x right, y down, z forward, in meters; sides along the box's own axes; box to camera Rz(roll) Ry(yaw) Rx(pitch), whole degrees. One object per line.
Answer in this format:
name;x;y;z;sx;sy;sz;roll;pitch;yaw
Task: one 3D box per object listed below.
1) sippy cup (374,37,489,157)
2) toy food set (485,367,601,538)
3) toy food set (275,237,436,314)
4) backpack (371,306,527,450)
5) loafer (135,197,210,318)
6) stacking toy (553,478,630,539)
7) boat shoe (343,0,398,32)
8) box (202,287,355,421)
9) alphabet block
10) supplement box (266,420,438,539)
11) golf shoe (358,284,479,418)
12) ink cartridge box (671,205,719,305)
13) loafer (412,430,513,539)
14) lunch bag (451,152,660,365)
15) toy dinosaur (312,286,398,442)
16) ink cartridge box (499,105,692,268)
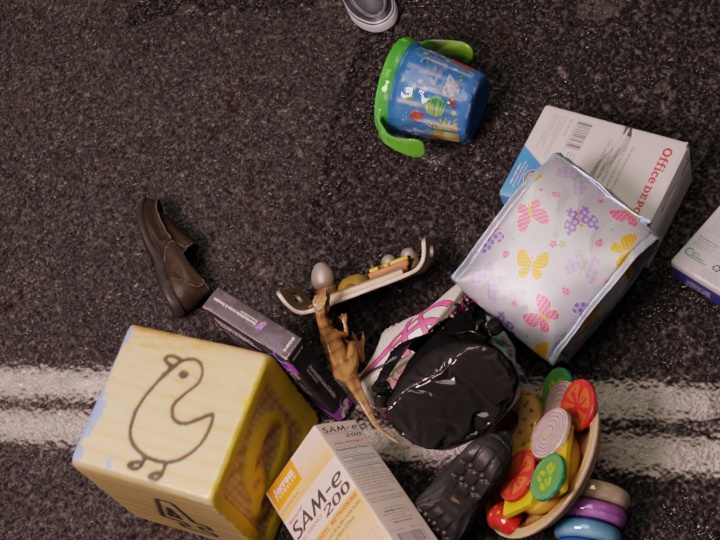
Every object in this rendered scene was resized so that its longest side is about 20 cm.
sippy cup;0.102;-0.237;1.750;0.129;0.140;0.180;18;92;17
toy food set;0.198;0.203;1.434;0.198;0.048;0.201;-38;29;45
toy food set;0.000;0.000;1.624;0.198;0.143;0.061;-21;88;8
backpack;0.112;0.123;1.459;0.166;0.200;0.127;-28;96;12
loafer;-0.260;-0.024;1.790;0.071;0.073;0.201;-22;60;-5
stacking toy;0.239;0.333;1.386;0.085;0.085;0.202;4;66;22
boat shoe;-0.011;-0.449;1.932;0.070;0.091;0.201;-30;55;0
box;-0.097;0.106;1.565;0.142;0.200;0.036;29;76;31
alphabet block;-0.194;0.205;1.547;0.198;0.197;0.197;9;66;24
supplement box;-0.008;0.288;1.458;0.200;0.073;0.126;52;123;30
golf shoe;0.067;0.085;1.597;0.092;0.073;0.200;35;77;35
ink cartridge box;0.509;-0.023;1.520;0.200;0.043;0.196;-45;55;-12
loafer;0.113;0.254;1.441;0.068;0.201;0.070;43;37;14
lunch bag;0.239;-0.014;1.521;0.169;0.127;0.201;39;103;17
toy dinosaur;-0.017;0.120;1.545;0.060;0.106;0.201;-27;90;9
ink cartridge box;0.300;-0.108;1.620;0.199;0.084;0.146;20;69;29
